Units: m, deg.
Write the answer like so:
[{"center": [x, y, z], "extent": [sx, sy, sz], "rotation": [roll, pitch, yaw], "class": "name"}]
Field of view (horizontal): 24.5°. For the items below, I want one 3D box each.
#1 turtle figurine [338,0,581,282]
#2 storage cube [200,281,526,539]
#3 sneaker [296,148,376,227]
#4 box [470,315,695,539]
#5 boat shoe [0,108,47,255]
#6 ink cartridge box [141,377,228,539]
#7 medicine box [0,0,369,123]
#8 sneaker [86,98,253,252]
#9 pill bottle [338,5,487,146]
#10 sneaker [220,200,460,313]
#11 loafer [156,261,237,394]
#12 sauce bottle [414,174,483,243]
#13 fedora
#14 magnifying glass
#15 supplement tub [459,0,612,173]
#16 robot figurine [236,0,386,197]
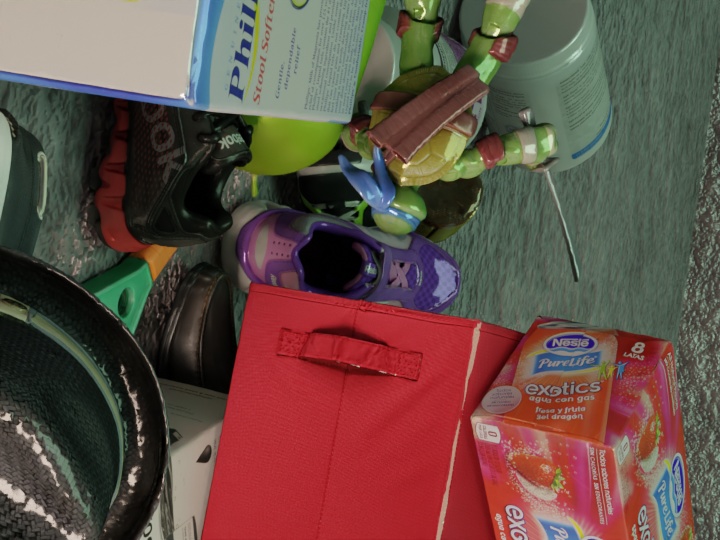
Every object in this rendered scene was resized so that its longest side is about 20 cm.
[{"center": [0.063, -0.112, 1.147], "extent": [0.199, 0.144, 0.195], "rotation": [17, 88, -40], "class": "turtle figurine"}, {"center": [0.024, 0.117, 1.081], "extent": [0.200, 0.170, 0.181], "rotation": [19, 81, -61], "class": "storage cube"}, {"center": [-0.003, -0.029, 1.306], "extent": [0.200, 0.071, 0.083], "rotation": [61, 27, -66], "class": "sneaker"}, {"center": [0.143, 0.139, 1.028], "extent": [0.100, 0.095, 0.201], "rotation": [-52, 140, -41], "class": "box"}, {"center": [-0.201, 0.015, 0.840], "extent": [0.060, 0.075, 0.201], "rotation": [31, 72, -62], "class": "boat shoe"}, {"center": [-0.150, 0.169, 1.036], "extent": [0.200, 0.084, 0.146], "rotation": [-32, 129, -62], "class": "ink cartridge box"}, {"center": [-0.113, -0.139, 0.840], "extent": [0.200, 0.181, 0.104], "rotation": [-8, 108, -68], "class": "medicine box"}, {"center": [-0.107, -0.105, 0.994], "extent": [0.071, 0.097, 0.202], "rotation": [-22, 119, -62], "class": "sneaker"}, {"center": [0.021, -0.144, 1.291], "extent": [0.200, 0.112, 0.113], "rotation": [5, 95, -69], "class": "pill bottle"}, {"center": [0.000, 0.000, 1.216], "extent": [0.199, 0.088, 0.081], "rotation": [12, 86, -34], "class": "sneaker"}, {"center": [-0.097, 0.094, 1.154], "extent": [0.073, 0.072, 0.201], "rotation": [-35, 131, -60], "class": "loafer"}, {"center": [0.056, -0.055, 1.356], "extent": [0.200, 0.066, 0.066], "rotation": [141, -37, -82], "class": "sauce bottle"}, {"center": [-0.180, 0.084, 0.748], "extent": [0.092, 0.199, 0.202], "rotation": [-141, -123, -74], "class": "fedora"}, {"center": [-0.149, 0.014, 1.053], "extent": [0.080, 0.022, 0.200], "rotation": [81, 28, -43], "class": "magnifying glass"}, {"center": [0.177, -0.199, 1.647], "extent": [0.200, 0.131, 0.133], "rotation": [65, 40, -58], "class": "supplement tub"}, {"center": [-0.051, -0.153, 1.092], "extent": [0.176, 0.115, 0.201], "rotation": [52, 52, -64], "class": "robot figurine"}]
